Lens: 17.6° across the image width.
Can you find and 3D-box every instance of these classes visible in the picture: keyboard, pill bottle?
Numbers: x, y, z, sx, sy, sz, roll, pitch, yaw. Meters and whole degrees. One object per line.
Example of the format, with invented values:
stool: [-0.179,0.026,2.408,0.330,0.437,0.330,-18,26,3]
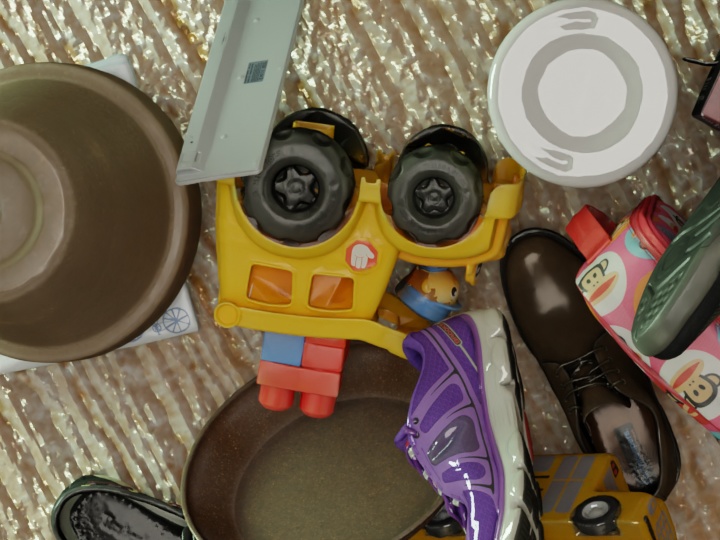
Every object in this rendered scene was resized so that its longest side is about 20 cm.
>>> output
keyboard: [-0.073,-0.124,1.475,0.056,0.200,0.011,-3,132,13]
pill bottle: [0.139,-0.108,1.435,0.111,0.200,0.111,0,94,7]

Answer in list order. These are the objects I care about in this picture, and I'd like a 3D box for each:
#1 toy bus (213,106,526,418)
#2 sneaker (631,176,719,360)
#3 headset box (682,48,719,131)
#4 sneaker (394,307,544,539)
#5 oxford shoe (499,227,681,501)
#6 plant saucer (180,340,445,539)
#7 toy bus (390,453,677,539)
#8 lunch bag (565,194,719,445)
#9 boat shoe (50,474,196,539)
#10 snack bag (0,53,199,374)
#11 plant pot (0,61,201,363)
toy bus: [0.000,0.000,1.495,0.200,0.136,0.192,6,100,4]
sneaker: [0.239,-0.005,1.316,0.114,0.076,0.199,44,60,-4]
headset box: [0.294,-0.095,1.446,0.200,0.149,0.077,24,95,3]
sneaker: [0.064,0.118,1.407,0.083,0.081,0.200,-12,53,7]
oxford shoe: [0.152,0.062,1.504,0.073,0.084,0.200,-30,89,9]
plant saucer: [-0.017,0.127,1.496,0.200,0.201,0.037,-18,130,7]
toy bus: [0.105,0.161,1.477,0.200,0.078,0.065,-4,124,31]
lunch bag: [0.199,0.023,1.439,0.176,0.200,0.082,43,102,1]
boat shoe: [-0.114,0.198,1.554,0.201,0.063,0.074,25,93,3]
snack bag: [-0.218,-0.036,1.569,0.188,0.021,0.200,-11,92,7]
plant pot: [-0.213,-0.039,1.472,0.200,0.175,0.201,0,90,8]
